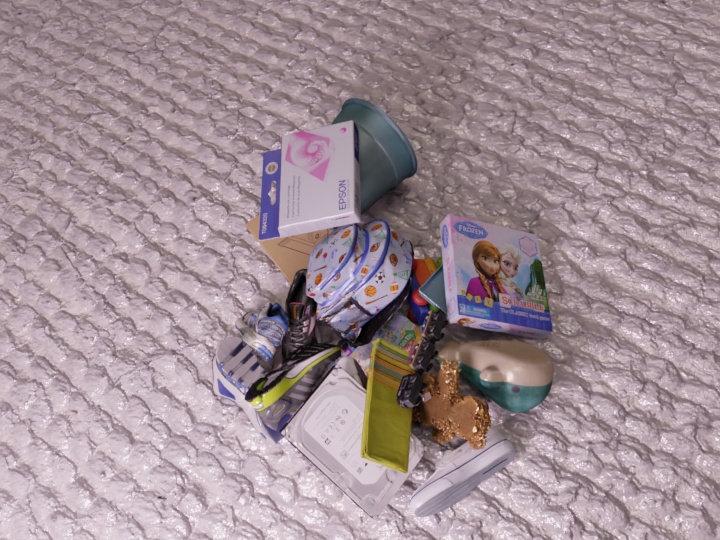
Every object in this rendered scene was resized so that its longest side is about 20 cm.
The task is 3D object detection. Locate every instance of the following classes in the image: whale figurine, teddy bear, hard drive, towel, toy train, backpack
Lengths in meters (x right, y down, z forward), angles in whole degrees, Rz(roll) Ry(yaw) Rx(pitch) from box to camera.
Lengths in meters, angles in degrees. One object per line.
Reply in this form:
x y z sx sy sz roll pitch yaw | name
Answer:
0.224 0.176 1.139 0.196 0.159 0.106 9 104 17 | whale figurine
0.138 0.219 1.107 0.066 0.198 0.148 -1 82 -40 | teddy bear
-0.010 0.265 1.048 0.200 0.038 0.140 44 73 -3 | hard drive
0.048 0.207 1.053 0.085 0.018 0.203 23 50 -19 | towel
0.100 0.141 1.097 0.034 0.046 0.201 44 47 -19 | toy train
0.123 -0.006 1.271 0.114 0.085 0.202 -14 60 -12 | toy train
0.000 0.000 1.188 0.189 0.154 0.202 -33 36 22 | backpack

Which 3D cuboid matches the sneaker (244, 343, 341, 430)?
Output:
-0.107 0.193 1.154 0.199 0.082 0.073 -34 22 -33 | sneaker

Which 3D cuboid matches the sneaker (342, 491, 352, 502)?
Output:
-0.042 0.288 1.116 0.078 0.100 0.201 -38 63 -2 | sneaker

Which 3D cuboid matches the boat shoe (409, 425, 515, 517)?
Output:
0.157 0.326 1.099 0.197 0.074 0.067 -24 46 -17 | boat shoe

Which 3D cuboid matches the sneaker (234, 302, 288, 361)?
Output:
-0.165 0.100 1.201 0.077 0.200 0.085 44 84 -19 | sneaker

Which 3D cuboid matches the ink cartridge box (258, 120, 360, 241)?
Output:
-0.098 -0.162 1.206 0.196 0.043 0.200 -10 62 14 | ink cartridge box

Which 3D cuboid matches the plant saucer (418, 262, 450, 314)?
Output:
0.181 0.005 1.228 0.070 0.019 0.200 39 53 10 | plant saucer

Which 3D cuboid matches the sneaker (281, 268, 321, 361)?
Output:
-0.115 0.091 1.232 0.079 0.086 0.204 -2 73 9 | sneaker

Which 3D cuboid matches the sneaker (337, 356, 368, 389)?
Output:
0.022 0.235 1.134 0.081 0.077 0.203 -19 83 -41 | sneaker

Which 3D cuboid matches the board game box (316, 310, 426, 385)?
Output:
0.019 0.161 1.216 0.134 0.034 0.200 37 72 24 | board game box

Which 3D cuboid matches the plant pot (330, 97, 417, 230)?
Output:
-0.025 -0.195 1.320 0.199 0.201 0.196 37 72 23 | plant pot

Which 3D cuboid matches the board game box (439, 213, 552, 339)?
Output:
0.243 0.011 1.212 0.197 0.041 0.203 10 59 -21 | board game box

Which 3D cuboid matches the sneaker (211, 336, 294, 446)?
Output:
-0.198 0.212 1.194 0.080 0.115 0.201 -37 94 -32 | sneaker

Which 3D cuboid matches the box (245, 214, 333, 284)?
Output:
-0.116 -0.070 1.366 0.162 0.021 0.200 -35 62 -12 | box
